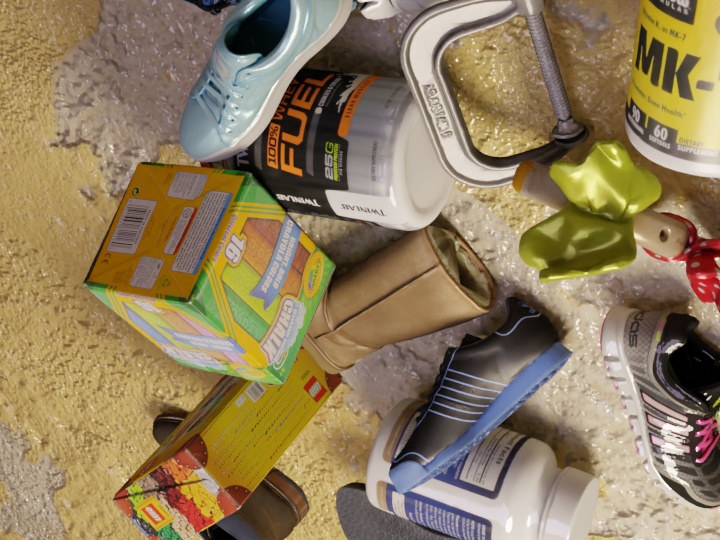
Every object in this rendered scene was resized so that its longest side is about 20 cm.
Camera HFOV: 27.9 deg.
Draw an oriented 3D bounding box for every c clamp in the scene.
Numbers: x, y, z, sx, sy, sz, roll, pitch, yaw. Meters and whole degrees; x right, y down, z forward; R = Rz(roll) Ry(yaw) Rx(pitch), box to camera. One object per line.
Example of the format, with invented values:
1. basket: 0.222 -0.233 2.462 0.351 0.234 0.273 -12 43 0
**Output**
1. c clamp: 0.120 -0.149 1.102 0.170 0.027 0.200 -13 129 6

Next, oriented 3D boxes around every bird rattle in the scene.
1. bird rattle: 0.205 -0.043 1.098 0.163 0.199 0.113 35 111 54

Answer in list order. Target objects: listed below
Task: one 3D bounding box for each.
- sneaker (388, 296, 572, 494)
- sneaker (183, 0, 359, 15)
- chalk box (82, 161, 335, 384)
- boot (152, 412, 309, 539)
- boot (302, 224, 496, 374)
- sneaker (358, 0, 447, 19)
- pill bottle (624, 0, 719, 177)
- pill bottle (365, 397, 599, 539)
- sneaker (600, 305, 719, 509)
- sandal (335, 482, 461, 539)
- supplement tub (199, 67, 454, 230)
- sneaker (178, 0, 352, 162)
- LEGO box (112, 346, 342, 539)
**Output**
1. sneaker: 0.091 0.110 1.278 0.200 0.070 0.078 -42 76 5
2. sneaker: -0.094 -0.231 1.173 0.199 0.090 0.079 11 129 23
3. chalk box: -0.113 0.014 1.235 0.123 0.125 0.200 8 156 34
4. boot: -0.161 0.235 1.574 0.200 0.097 0.075 30 135 10
5. boot: 0.000 0.000 1.313 0.175 0.066 0.200 45 136 -17
6. sneaker: 0.031 -0.283 1.073 0.081 0.075 0.201 2 127 16
7. pill bottle: 0.244 -0.174 0.973 0.114 0.114 0.201 18 131 22
8. pill bottle: 0.115 0.198 1.350 0.199 0.111 0.111 17 131 23
9. sneaker: 0.273 0.115 1.203 0.087 0.074 0.200 -11 112 46
10. sandal: 0.061 0.264 1.424 0.200 0.043 0.076 20 115 30
11. supplement tub: -0.029 -0.105 1.204 0.199 0.123 0.123 9 127 28
12. sneaker: -0.094 -0.162 1.118 0.074 0.082 0.200 51 120 20
13. LEGO box: -0.129 0.165 1.425 0.077 0.200 0.149 48 136 -6
